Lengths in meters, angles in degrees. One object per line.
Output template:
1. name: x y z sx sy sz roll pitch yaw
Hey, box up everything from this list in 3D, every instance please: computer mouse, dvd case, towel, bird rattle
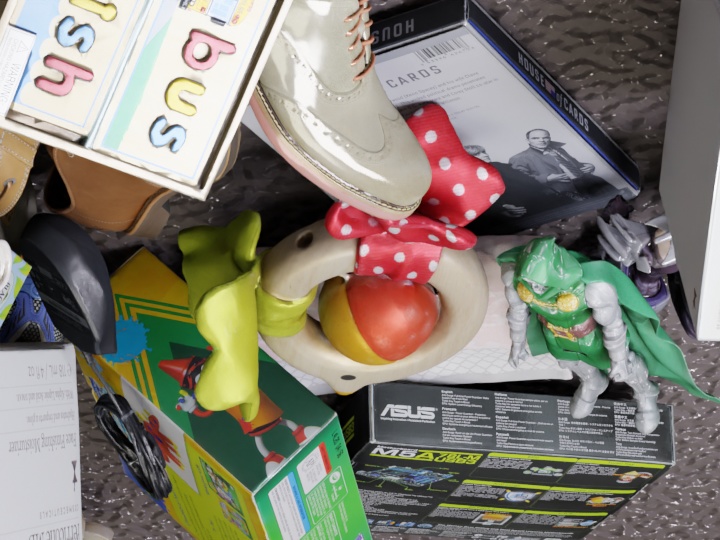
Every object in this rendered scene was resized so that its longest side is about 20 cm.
1. computer mouse: -0.137 0.046 1.646 0.059 0.034 0.201 30 148 44
2. dvd case: 0.040 -0.072 1.601 0.150 0.025 0.200 -16 146 26
3. towel: 0.023 0.027 1.734 0.199 0.032 0.191 -4 157 9
4. bird rattle: 0.000 0.000 1.604 0.200 0.113 0.163 -32 138 18

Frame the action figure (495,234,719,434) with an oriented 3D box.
1. action figure: 0.119 0.031 1.625 0.118 0.055 0.200 9 159 24

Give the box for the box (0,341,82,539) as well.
1. box: -0.271 0.107 1.607 0.199 0.131 0.199 -2 179 11

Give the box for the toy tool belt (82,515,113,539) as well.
1. toy tool belt: -0.221 0.199 1.968 0.122 0.125 0.200 -9 150 31

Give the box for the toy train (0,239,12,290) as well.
1. toy train: -0.195 -0.064 1.442 0.055 0.201 0.150 21 -153 38

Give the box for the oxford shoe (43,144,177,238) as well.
1. oxford shoe: -0.124 -0.073 1.547 0.071 0.072 0.200 4 151 -16

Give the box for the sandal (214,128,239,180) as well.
1. sandal: -0.120 -0.121 1.394 0.081 0.055 0.201 9 132 37

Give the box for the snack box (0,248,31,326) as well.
1. snack box: -0.289 -0.034 1.554 0.199 0.053 0.142 15 163 37

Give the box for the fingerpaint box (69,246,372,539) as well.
1. fingerpaint box: -0.079 0.102 1.761 0.073 0.167 0.200 -42 152 -16

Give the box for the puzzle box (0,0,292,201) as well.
1. puzzle box: -0.089 -0.143 1.347 0.133 0.201 0.025 19 -171 -31

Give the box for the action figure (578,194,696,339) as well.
1. action figure: 0.184 -0.021 1.629 0.129 0.070 0.200 -9 162 -16

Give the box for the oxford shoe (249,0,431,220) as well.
1. oxford shoe: -0.020 -0.106 1.449 0.074 0.071 0.200 -27 120 29

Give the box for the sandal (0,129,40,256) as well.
1. sandal: -0.192 -0.055 1.564 0.054 0.082 0.200 14 155 14

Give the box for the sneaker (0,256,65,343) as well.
1. sneaker: -0.223 0.062 1.774 0.075 0.079 0.200 9 148 -14

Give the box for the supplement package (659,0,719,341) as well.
1. supplement package: 0.258 -0.064 1.442 0.199 0.152 0.151 2 120 -3

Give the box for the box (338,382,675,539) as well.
1. box: 0.073 0.124 1.884 0.199 0.048 0.193 5 156 -14
